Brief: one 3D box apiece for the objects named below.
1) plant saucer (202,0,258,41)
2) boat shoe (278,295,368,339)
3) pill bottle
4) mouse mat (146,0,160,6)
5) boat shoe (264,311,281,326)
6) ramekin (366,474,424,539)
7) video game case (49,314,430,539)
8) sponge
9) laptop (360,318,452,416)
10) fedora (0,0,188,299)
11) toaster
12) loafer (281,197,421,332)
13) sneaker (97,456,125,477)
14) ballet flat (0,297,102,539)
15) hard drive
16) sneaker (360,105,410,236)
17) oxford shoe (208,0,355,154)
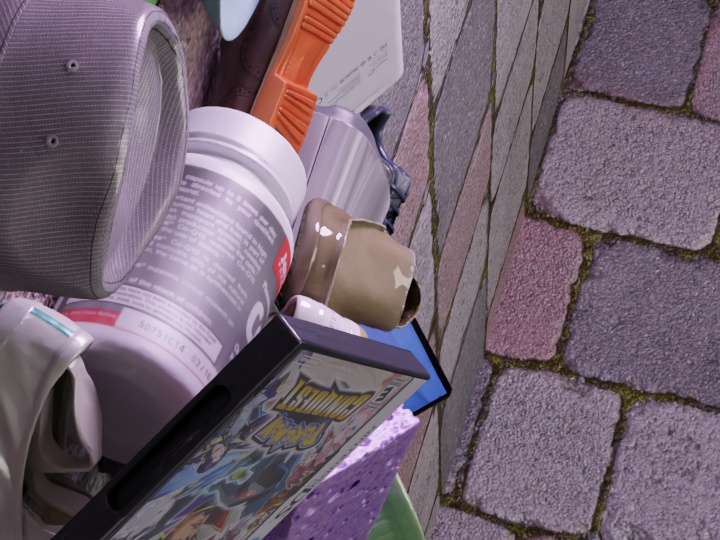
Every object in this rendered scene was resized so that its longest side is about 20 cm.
[{"bbox_3d":[-0.070,-0.243,1.010,0.201,0.038,0.202,18,90,-87],"label":"plant saucer"},{"bbox_3d":[-0.085,0.089,1.023,0.200,0.069,0.071,-46,-155,13],"label":"boat shoe"},{"bbox_3d":[-0.106,0.005,0.967,0.114,0.113,0.201,91,17,-49],"label":"pill bottle"},{"bbox_3d":[-0.120,-0.224,0.901,0.200,0.007,0.162,88,19,-58],"label":"mouse mat"},{"bbox_3d":[-0.058,0.067,1.163,0.068,0.075,0.200,-47,-146,3],"label":"boat shoe"},{"bbox_3d":[-0.037,0.159,1.322,0.201,0.097,0.200,61,-8,14],"label":"ramekin"},{"bbox_3d":[-0.061,0.105,0.926,0.181,0.026,0.200,-44,159,10],"label":"video game case"},{"bbox_3d":[-0.030,0.179,1.138,0.111,0.030,0.201,-28,151,-40],"label":"sponge"},{"bbox_3d":[0.009,0.046,1.398,0.178,0.103,0.200,62,-7,5],"label":"laptop"},{"bbox_3d":[-0.139,-0.056,0.782,0.177,0.090,0.201,67,38,-72],"label":"fedora"},{"bbox_3d":[-0.049,-0.037,1.220,0.200,0.113,0.130,69,39,-68],"label":"toaster"},{"bbox_3d":[0.000,0.000,1.092,0.200,0.067,0.077,17,87,-78],"label":"loafer"},{"bbox_3d":[-0.114,0.134,1.135,0.200,0.074,0.085,40,74,-46],"label":"sneaker"},{"bbox_3d":[-0.172,0.109,0.886,0.070,0.069,0.201,-59,160,-58],"label":"ballet flat"},{"bbox_3d":[-0.023,-0.175,1.264,0.132,0.027,0.200,-41,158,-16],"label":"hard drive"},{"bbox_3d":[0.004,-0.049,1.363,0.074,0.080,0.201,14,59,-65],"label":"sneaker"},{"bbox_3d":[-0.056,-0.169,1.114,0.071,0.073,0.201,31,78,-64],"label":"oxford shoe"}]
